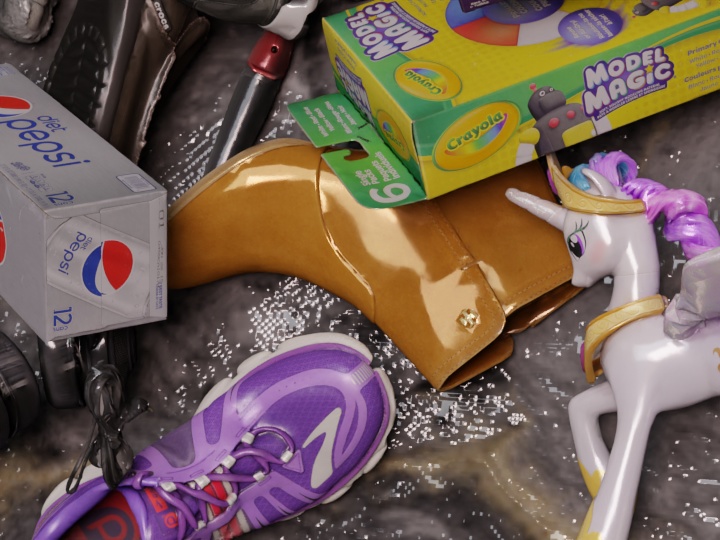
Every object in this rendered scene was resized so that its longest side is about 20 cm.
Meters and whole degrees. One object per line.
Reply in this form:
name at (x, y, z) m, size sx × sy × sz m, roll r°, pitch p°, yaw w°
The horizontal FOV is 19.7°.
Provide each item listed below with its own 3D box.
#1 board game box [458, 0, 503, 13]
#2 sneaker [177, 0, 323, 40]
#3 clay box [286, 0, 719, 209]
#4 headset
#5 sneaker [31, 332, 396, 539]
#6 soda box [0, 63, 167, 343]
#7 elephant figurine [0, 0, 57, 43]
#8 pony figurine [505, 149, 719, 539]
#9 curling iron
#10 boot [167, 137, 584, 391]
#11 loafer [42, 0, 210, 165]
board game box at (0.080, -0.217, 0.929) m, size 0.120 × 0.032 × 0.200 m, roll -14°, pitch 60°, yaw 4°
sneaker at (-0.049, -0.206, 0.994) m, size 0.066 × 0.090 × 0.200 m, roll -124°, pitch 42°, yaw -53°
clay box at (0.071, -0.100, 0.967) m, size 0.200 × 0.048 × 0.115 m, roll -21°, pitch 36°, yaw -13°
headset at (-0.161, 0.036, 1.006) m, size 0.123 × 0.094 × 0.200 m, roll -21°, pitch 41°, yaw -23°
sneaker at (-0.071, 0.104, 0.984) m, size 0.200 × 0.083 × 0.081 m, roll -33°, pitch 94°, yaw 10°
soda box at (-0.162, -0.038, 1.014) m, size 0.200 × 0.063 × 0.068 m, roll 36°, pitch 130°, yaw 52°
elephant figurine at (-0.229, -0.205, 1.067) m, size 0.141 × 0.200 × 0.155 m, roll 31°, pitch 85°, yaw 22°
pony figurine at (0.163, 0.034, 0.918) m, size 0.193 × 0.166 × 0.201 m, roll -6°, pitch 88°, yaw 23°
curling iron at (-0.040, -0.104, 1.073) m, size 0.050 × 0.026 × 0.200 m, roll 28°, pitch 85°, yaw 25°
boot at (0.001, 0.000, 1.007) m, size 0.201 × 0.071 × 0.144 m, roll -29°, pitch 68°, yaw 3°
loafer at (-0.110, -0.116, 1.066) m, size 0.073 × 0.071 × 0.201 m, roll 30°, pitch 108°, yaw 55°
